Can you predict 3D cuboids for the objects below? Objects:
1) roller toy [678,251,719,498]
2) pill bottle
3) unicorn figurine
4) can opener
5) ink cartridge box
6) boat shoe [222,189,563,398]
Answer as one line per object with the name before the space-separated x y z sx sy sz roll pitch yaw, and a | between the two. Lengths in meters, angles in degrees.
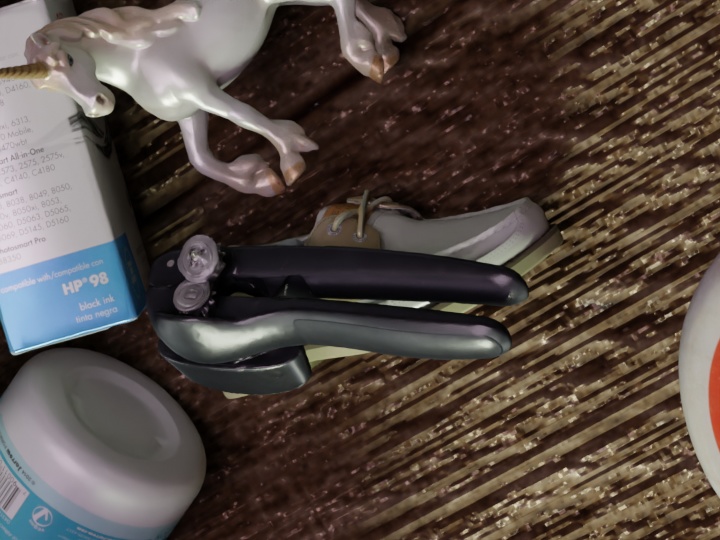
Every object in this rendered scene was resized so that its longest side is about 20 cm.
roller toy | 0.242 0.037 1.104 0.199 0.140 0.184 -6 105 35
pill bottle | -0.172 0.145 1.337 0.111 0.111 0.200 41 116 11
unicorn figurine | -0.068 -0.103 1.216 0.137 0.200 0.074 41 157 -5
can opener | -0.014 0.014 1.193 0.199 0.079 0.064 -5 63 30
ink cartridge box | -0.162 -0.069 1.273 0.066 0.116 0.201 -16 96 2
boat shoe | 0.000 0.000 1.245 0.199 0.075 0.069 -22 98 28
